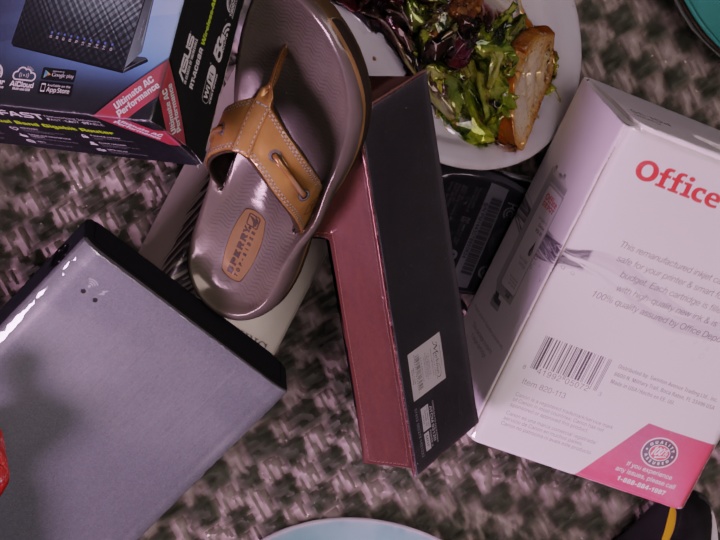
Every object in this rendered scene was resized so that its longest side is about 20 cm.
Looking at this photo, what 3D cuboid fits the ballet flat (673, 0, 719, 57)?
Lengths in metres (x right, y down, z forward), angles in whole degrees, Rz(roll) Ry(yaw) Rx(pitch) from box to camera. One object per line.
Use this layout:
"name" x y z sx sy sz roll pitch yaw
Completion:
"ballet flat" 0.253 -0.139 1.747 0.199 0.064 0.068 33 104 -18

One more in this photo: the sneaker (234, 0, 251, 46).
"sneaker" -0.114 -0.174 1.569 0.115 0.076 0.201 -32 79 13

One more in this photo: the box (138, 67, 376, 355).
"box" -0.060 -0.029 1.629 0.082 0.068 0.201 28 85 -24

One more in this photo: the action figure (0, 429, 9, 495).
"action figure" -0.231 0.145 1.549 0.098 0.065 0.201 2 120 -15

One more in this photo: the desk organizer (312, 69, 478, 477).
"desk organizer" 0.000 0.000 1.568 0.072 0.077 0.201 -36 122 -52

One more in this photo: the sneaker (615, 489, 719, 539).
"sneaker" 0.132 0.205 1.734 0.090 0.070 0.201 33 86 -25

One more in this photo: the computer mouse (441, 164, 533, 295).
"computer mouse" 0.095 0.011 1.715 0.199 0.046 0.141 11 109 -20

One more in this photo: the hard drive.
"hard drive" -0.156 0.084 1.578 0.139 0.033 0.200 37 111 -21

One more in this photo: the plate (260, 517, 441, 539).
"plate" 0.003 0.227 1.653 0.199 0.201 0.026 -9 144 -21

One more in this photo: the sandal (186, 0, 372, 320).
"sandal" -0.052 -0.054 1.498 0.055 0.082 0.201 -32 152 -51

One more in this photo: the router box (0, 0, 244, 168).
"router box" -0.155 -0.141 1.484 0.062 0.199 0.151 42 58 -61

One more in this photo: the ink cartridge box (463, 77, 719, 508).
"ink cartridge box" 0.153 0.013 1.659 0.146 0.083 0.201 20 107 -22

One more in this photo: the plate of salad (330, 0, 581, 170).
"plate of salad" 0.049 -0.153 1.632 0.199 0.048 0.201 15 63 -32
